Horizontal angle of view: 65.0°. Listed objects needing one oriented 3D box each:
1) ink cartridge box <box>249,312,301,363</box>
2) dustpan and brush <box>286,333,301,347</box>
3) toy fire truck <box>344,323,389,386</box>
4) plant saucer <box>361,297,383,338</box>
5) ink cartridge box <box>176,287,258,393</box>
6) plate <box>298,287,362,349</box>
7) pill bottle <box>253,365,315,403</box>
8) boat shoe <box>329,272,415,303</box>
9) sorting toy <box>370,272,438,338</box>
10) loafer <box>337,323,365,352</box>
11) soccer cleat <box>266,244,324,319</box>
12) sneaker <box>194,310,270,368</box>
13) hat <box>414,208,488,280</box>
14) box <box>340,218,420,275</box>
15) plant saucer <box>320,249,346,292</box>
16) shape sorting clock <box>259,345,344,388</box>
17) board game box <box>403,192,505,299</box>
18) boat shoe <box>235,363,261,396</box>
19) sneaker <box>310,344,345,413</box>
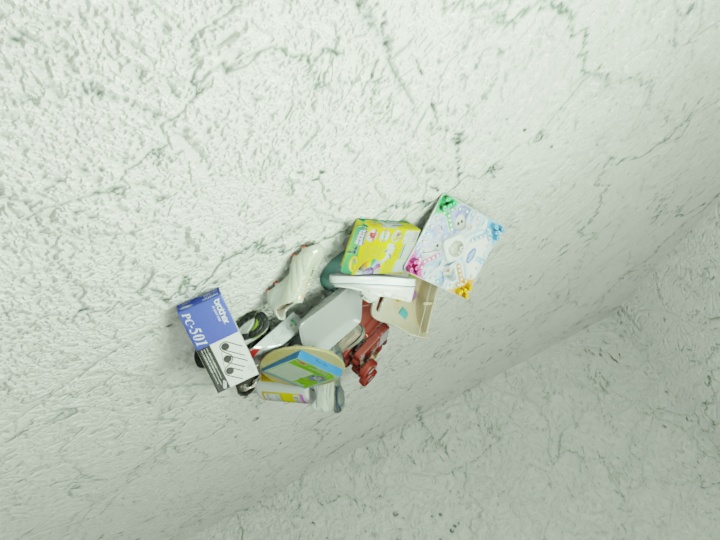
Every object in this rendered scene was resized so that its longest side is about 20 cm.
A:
[{"bbox_3d":[-0.232,0.195,1.327,0.200,0.050,0.161,-44,180,-30],"label":"ink cartridge box"},{"bbox_3d":[-0.146,0.188,1.429,0.200,0.057,0.140,-50,-178,1],"label":"dustpan and brush"},{"bbox_3d":[0.028,0.258,1.781,0.168,0.112,0.200,-43,161,-18],"label":"toy fire truck"},{"bbox_3d":[-0.015,0.138,1.585,0.199,0.037,0.200,-8,146,-39],"label":"plant saucer"},{"bbox_3d":[-0.292,0.145,1.161,0.093,0.044,0.201,-25,114,-11],"label":"ink cartridge box"},{"bbox_3d":[-0.074,0.120,1.351,0.199,0.032,0.201,-39,152,-27],"label":"plate"},{"bbox_3d":[-0.210,0.295,1.502,0.198,0.105,0.104,0,162,19],"label":"pill bottle"},{"bbox_3d":[0.027,0.041,1.268,0.198,0.066,0.074,5,-173,-8],"label":"boat shoe"},{"bbox_3d":[0.114,0.070,1.517,0.179,0.107,0.202,5,104,-31],"label":"sorting toy"},{"bbox_3d":[-0.078,0.207,1.535,0.200,0.072,0.063,-42,137,8],"label":"loafer"},{"bbox_3d":[-0.132,0.024,1.208,0.069,0.078,0.200,1,140,-48],"label":"soccer cleat"},{"bbox_3d":[-0.291,0.170,1.312,0.199,0.074,0.081,-28,158,-1],"label":"sneaker"},{"bbox_3d":[0.209,-0.075,1.375,0.199,0.081,0.202,-9,113,-20],"label":"hat"},{"bbox_3d":[0.037,-0.051,1.247,0.199,0.048,0.118,-2,120,-48],"label":"box"},{"bbox_3d":[0.000,0.000,1.355,0.199,0.036,0.200,-25,154,-13],"label":"plant saucer"},{"bbox_3d":[-0.135,0.225,1.321,0.198,0.040,0.201,2,147,1],"label":"shape sorting clock"},{"bbox_3d":[0.225,-0.051,1.329,0.199,0.026,0.201,23,99,-29],"label":"board game box"},{"bbox_3d":[-0.261,0.259,1.316,0.066,0.057,0.200,-25,174,-20],"label":"boat shoe"},{"bbox_3d":[-0.088,0.264,1.435,0.086,0.201,0.075,-13,143,19],"label":"sneaker"}]
